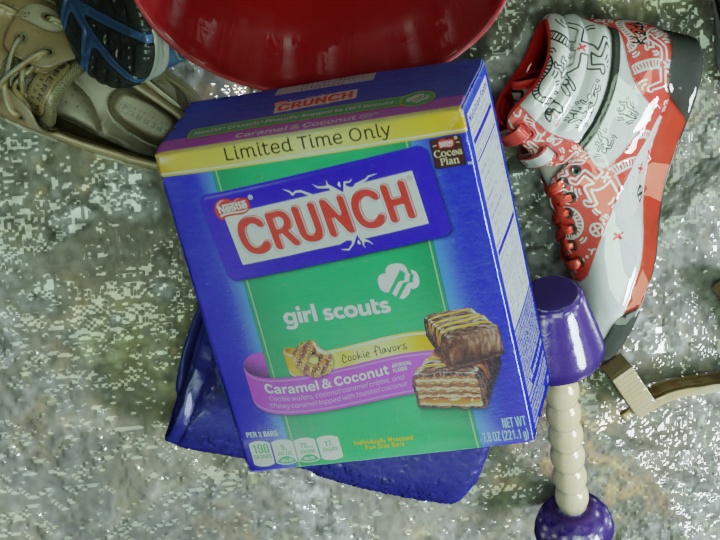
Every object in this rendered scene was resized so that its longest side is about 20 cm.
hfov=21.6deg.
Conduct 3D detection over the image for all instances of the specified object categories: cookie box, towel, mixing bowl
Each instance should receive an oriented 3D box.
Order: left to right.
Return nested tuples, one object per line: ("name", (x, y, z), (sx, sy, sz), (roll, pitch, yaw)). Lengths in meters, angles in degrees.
("mixing bowl", (-0.022, -0.196, 0.984), (0.199, 0.109, 0.200), (-1, 143, -1))
("towel", (-0.007, 0.057, 1.143), (0.199, 0.050, 0.148), (15, 111, -15))
("cookie box", (0.000, 0.000, 1.027), (0.171, 0.075, 0.200), (-8, 115, 15))

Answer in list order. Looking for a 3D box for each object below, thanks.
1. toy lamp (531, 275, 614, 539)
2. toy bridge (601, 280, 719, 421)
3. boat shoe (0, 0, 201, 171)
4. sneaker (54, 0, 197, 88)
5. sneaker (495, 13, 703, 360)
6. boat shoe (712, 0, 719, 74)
("toy lamp", (0.121, 0.088, 1.135), (0.058, 0.058, 0.200), (-13, 130, -6))
("toy bridge", (0.246, 0.035, 1.187), (0.200, 0.027, 0.067), (-36, 111, 3))
("boat shoe", (-0.175, -0.111, 1.048), (0.200, 0.065, 0.071), (21, 103, -16))
("sneaker", (-0.139, -0.201, 1.031), (0.076, 0.077, 0.201), (-9, 98, 37))
("sneaker", (0.125, -0.052, 1.120), (0.108, 0.067, 0.202), (11, 102, -12))
("boat shoe", (0.232, -0.187, 1.092), (0.072, 0.071, 0.200), (-18, 109, -4))
